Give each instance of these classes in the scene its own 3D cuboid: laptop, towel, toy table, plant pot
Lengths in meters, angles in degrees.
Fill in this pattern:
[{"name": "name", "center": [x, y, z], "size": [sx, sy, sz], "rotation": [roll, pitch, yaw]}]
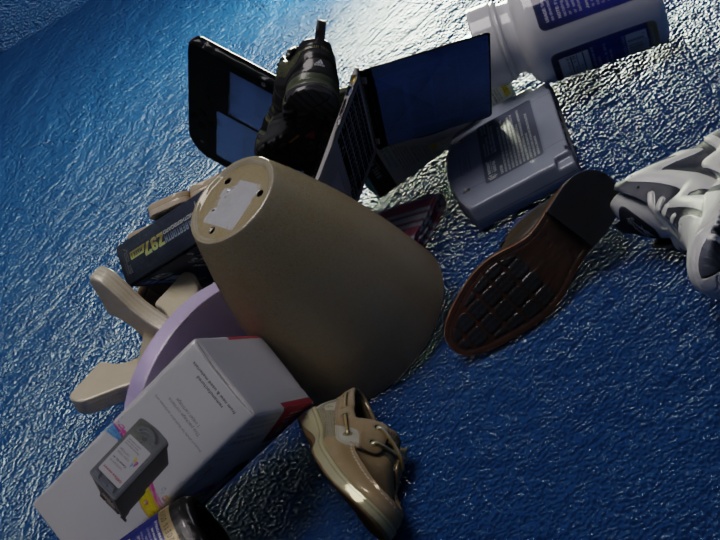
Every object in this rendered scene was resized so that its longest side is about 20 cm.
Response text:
[{"name": "laptop", "center": [0.046, -0.122, 1.360], "size": [0.115, 0.187, 0.201], "rotation": [17, 74, 12]}, {"name": "towel", "center": [0.000, 0.000, 1.404], "size": [0.146, 0.030, 0.200], "rotation": [-15, 30, 36]}, {"name": "toy table", "center": [-0.189, 0.081, 1.335], "size": [0.116, 0.185, 0.200], "rotation": [13, 39, 37]}, {"name": "plant pot", "center": [-0.054, -0.005, 1.226], "size": [0.186, 0.200, 0.188], "rotation": [-24, 43, 25]}]

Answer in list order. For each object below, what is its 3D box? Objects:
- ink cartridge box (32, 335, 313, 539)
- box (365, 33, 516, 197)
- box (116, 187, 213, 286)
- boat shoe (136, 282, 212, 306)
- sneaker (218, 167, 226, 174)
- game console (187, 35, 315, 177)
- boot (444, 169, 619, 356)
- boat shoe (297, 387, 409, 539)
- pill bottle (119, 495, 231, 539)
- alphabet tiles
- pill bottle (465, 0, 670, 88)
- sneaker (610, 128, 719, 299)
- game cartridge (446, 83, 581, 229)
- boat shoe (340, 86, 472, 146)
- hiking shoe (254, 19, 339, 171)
[{"name": "ink cartridge box", "center": [-0.153, 0.150, 1.142], "size": [0.200, 0.086, 0.147], "rotation": [-46, -12, 12]}, {"name": "box", "center": [0.074, -0.177, 1.553], "size": [0.199, 0.083, 0.049], "rotation": [-36, 24, -4]}, {"name": "box", "center": [-0.134, -0.037, 1.445], "size": [0.157, 0.051, 0.199], "rotation": [-29, -15, 34]}, {"name": "boat shoe", "center": [-0.192, -0.030, 1.602], "size": [0.200, 0.072, 0.076], "rotation": [-47, 29, 6]}, {"name": "sneaker", "center": [-0.118, -0.089, 1.635], "size": [0.198, 0.077, 0.114], "rotation": [-17, 24, 22]}, {"name": "game console", "center": [-0.106, -0.154, 1.499], "size": [0.199, 0.177, 0.031], "rotation": [29, 60, 14]}, {"name": "boot", "center": [0.151, -0.004, 1.209], "size": [0.200, 0.075, 0.097], "rotation": [-46, -1, 3]}, {"name": "boat shoe", "center": [0.003, 0.148, 1.096], "size": [0.065, 0.072, 0.200], "rotation": [-36, 20, -2]}, {"name": "pill bottle", "center": [-0.184, 0.274, 1.050], "size": [0.199, 0.112, 0.112], "rotation": [-35, 26, -1]}, {"name": "alphabet tiles", "center": [-0.145, -0.066, 1.461], "size": [0.194, 0.015, 0.200], "rotation": [-22, -13, 15]}, {"name": "pill bottle", "center": [0.220, -0.270, 1.461], "size": [0.198, 0.120, 0.120], "rotation": [-18, 28, 10]}, {"name": "sneaker", "center": [0.257, -0.036, 1.100], "size": [0.129, 0.080, 0.200], "rotation": [-22, 33, 37]}, {"name": "game cartridge", "center": [0.154, -0.119, 1.412], "size": [0.133, 0.042, 0.201], "rotation": [-31, 26, 17]}, {"name": "boat shoe", "center": [0.032, -0.173, 1.476], "size": [0.198, 0.062, 0.073], "rotation": [-11, 69, 6]}, {"name": "hiking shoe", "center": [-0.056, -0.170, 1.373], "size": [0.200, 0.075, 0.102], "rotation": [135, 146, -65]}]
